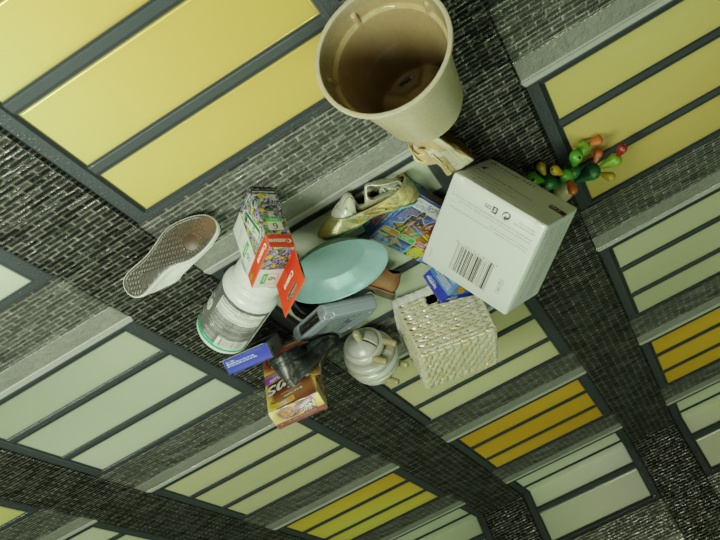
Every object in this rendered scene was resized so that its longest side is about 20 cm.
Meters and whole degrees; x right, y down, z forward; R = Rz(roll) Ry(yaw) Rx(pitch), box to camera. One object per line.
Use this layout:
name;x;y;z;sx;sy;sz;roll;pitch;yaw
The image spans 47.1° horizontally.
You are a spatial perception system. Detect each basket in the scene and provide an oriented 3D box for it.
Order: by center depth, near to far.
basket;0.195;0.141;1.865;0.198;0.161;0.200;-20;148;-4

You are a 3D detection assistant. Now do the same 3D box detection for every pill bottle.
pill bottle;-0.222;0.058;1.555;0.113;0.113;0.200;6;137;-35

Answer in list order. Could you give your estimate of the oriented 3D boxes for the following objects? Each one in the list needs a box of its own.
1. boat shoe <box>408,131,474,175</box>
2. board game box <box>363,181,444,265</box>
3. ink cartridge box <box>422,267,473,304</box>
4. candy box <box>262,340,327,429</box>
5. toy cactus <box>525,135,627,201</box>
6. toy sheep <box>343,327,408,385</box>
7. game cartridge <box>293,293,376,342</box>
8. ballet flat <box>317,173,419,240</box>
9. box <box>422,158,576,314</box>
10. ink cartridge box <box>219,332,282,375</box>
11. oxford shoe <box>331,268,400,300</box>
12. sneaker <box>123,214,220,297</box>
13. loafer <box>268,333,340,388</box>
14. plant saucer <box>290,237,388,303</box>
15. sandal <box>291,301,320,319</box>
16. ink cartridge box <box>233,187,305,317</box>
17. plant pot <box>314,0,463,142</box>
boat shoe;0.119;-0.210;1.404;0.069;0.074;0.200;-43;142;20
board game box;0.118;-0.087;1.610;0.135;0.035;0.200;-39;143;23
ink cartridge box;0.225;-0.007;1.719;0.136;0.076;0.200;-8;150;-50
candy box;-0.143;0.236;1.770;0.116;0.200;0.057;-25;125;4
toy cactus;0.417;-0.178;1.615;0.200;0.102;0.165;-24;157;-12
toy sheep;0.026;0.194;1.873;0.138;0.138;0.200;-23;133;1
game cartridge;-0.049;0.098;1.699;0.133;0.042;0.200;-16;167;-28
ballet flat;0.006;-0.120;1.485;0.200;0.071;0.071;-22;147;2
box;0.250;-0.064;1.508;0.131;0.199;0.200;-26;142;-48
ink cartridge box;-0.221;0.171;1.691;0.099;0.039;0.200;-23;180;3
oxford shoe;0.000;0.000;1.660;0.200;0.071;0.071;17;101;-40
sneaker;-0.321;-0.030;1.437;0.200;0.073;0.085;-36;175;10
loafer;-0.106;0.186;1.716;0.073;0.072;0.200;-33;172;40
plant saucer;-0.048;-0.010;1.528;0.201;0.039;0.201;-16;151;-9
sandal;-0.112;0.057;1.675;0.076;0.043;0.200;-21;149;-1
ink cartridge box;-0.156;-0.030;1.387;0.050;0.200;0.109;-1;141;-29
plant pot;0.061;-0.279;1.195;0.200;0.201;0.183;-30;157;13
